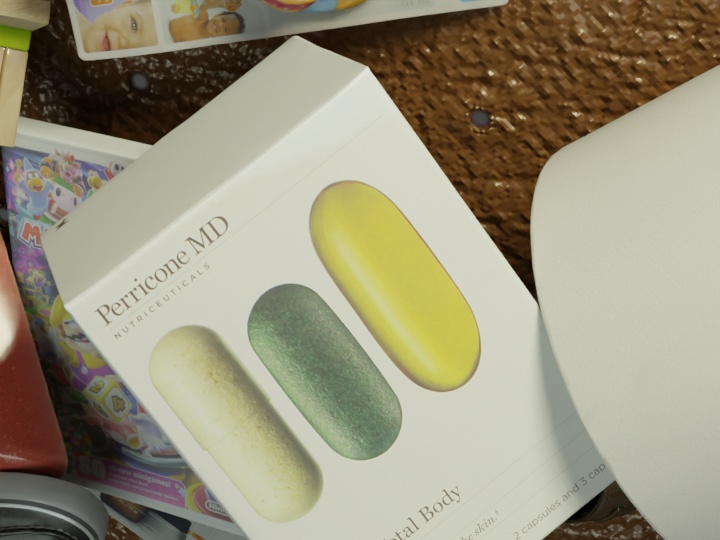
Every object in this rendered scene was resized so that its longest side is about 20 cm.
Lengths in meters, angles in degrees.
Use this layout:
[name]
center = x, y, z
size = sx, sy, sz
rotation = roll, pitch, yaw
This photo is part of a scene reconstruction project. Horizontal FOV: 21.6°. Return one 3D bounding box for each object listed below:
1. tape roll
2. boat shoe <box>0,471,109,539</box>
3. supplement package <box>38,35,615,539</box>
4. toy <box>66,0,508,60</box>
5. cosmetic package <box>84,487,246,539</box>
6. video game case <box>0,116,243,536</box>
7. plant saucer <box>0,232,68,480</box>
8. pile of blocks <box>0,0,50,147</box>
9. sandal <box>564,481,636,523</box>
[tape roll]
center = 0.182, 0.010, 0.780
size = 0.139, 0.203, 0.203
rotation = -28, 109, 30
[boat shoe]
center = -0.220, 0.152, 0.941
size = 0.198, 0.067, 0.070
rotation = -8, 136, 17
[supplement package]
center = -0.014, 0.030, 0.801
size = 0.151, 0.151, 0.201
rotation = -38, 107, -3
[toy]
center = -0.036, -0.149, 0.817
size = 0.198, 0.047, 0.116
rotation = -6, 121, 3
[cosmetic package]
center = -0.099, 0.072, 1.013
size = 0.199, 0.052, 0.151
rotation = 36, 123, -4
[video game case]
center = -0.109, 0.031, 0.938
size = 0.142, 0.018, 0.202
rotation = 14, 121, 24
[plant saucer]
center = -0.254, 0.044, 0.990
size = 0.199, 0.037, 0.201
rotation = -27, 76, 36
[pile of blocks]
center = -0.176, -0.149, 0.872
size = 0.062, 0.082, 0.201
rotation = 8, 117, -30
[sandal]
center = 0.111, 0.100, 0.949
size = 0.199, 0.057, 0.080
rotation = -9, 118, 24
